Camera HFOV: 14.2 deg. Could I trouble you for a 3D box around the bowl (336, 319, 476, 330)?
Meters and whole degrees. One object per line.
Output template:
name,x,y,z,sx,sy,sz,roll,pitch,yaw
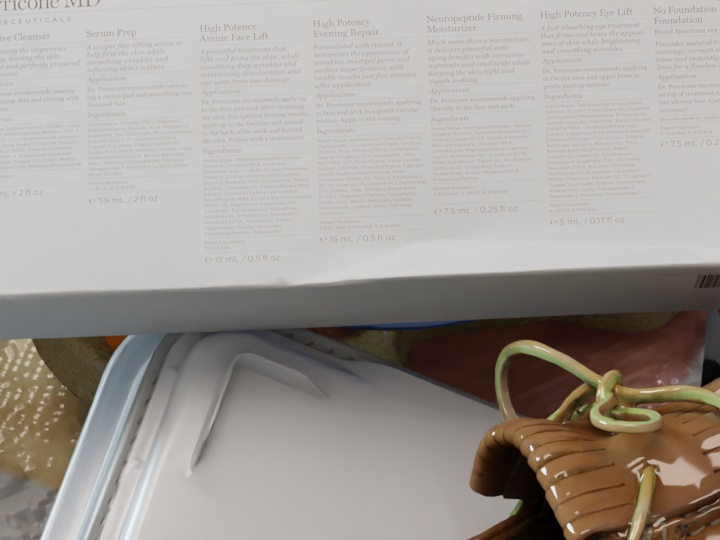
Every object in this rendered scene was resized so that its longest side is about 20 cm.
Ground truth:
bowl,0.006,-0.084,0.758,0.200,0.039,0.201,0,86,1

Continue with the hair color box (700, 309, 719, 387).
hair color box,0.147,0.101,0.721,0.061,0.102,0.200,-14,50,-9

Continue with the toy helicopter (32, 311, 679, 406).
toy helicopter,0.000,0.000,0.844,0.199,0.079,0.132,-6,40,-17

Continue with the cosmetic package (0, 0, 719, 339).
cosmetic package,0.003,-0.030,0.705,0.199,0.051,0.083,-2,77,1

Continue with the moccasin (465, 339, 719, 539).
moccasin,0.050,0.060,0.658,0.201,0.078,0.074,-35,13,-8

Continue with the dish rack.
dish rack,-0.004,0.110,0.701,0.171,0.044,0.200,22,63,-6
